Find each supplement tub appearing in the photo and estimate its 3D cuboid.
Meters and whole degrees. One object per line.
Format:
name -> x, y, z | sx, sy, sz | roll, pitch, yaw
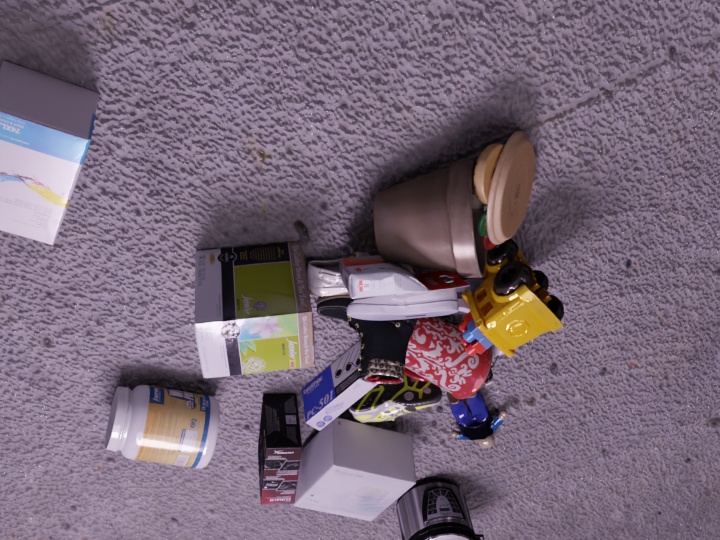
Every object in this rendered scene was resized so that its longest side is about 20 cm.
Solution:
supplement tub -> -0.390, 0.306, 1.669 | 0.199, 0.145, 0.145 | 13, 125, -20

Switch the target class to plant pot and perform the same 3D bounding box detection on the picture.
plant pot -> 0.118, -0.084, 1.445 | 0.173, 0.200, 0.201 | -3, 131, 14

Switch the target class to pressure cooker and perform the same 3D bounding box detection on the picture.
pressure cooker -> 0.183, 0.615, 1.987 | 0.176, 0.200, 0.179 | -37, 125, 20

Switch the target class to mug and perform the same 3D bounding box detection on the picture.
mug -> 0.130, 0.168, 1.670 | 0.199, 0.134, 0.178 | 28, 117, -25

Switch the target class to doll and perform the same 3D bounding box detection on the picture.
doll -> 0.259, 0.330, 1.871 | 0.136, 0.049, 0.200 | -21, 129, 7

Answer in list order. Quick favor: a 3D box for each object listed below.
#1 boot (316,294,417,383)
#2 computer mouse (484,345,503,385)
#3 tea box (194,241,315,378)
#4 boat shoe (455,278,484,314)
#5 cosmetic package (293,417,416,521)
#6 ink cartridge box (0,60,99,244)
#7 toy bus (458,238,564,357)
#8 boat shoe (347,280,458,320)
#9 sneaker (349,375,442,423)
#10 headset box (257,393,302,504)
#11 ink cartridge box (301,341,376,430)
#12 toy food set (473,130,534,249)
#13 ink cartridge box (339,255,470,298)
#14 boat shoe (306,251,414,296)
boot -> 0.002, 0.123, 1.559 | 0.203, 0.154, 0.074 | 3, 157, 18
computer mouse -> 0.282, 0.130, 1.701 | 0.044, 0.110, 0.201 | 25, 110, -1
tea box -> -0.185, 0.065, 1.480 | 0.196, 0.200, 0.134 | -6, 129, -5
boat shoe -> 0.178, 0.056, 1.627 | 0.199, 0.070, 0.066 | -3, 176, -34
cosmetic package -> -0.016, 0.433, 1.834 | 0.199, 0.123, 0.200 | 17, 133, -23
ink cartridge box -> -0.496, -0.173, 1.267 | 0.145, 0.147, 0.200 | 17, 123, -23
toy bus -> 0.252, 0.061, 1.553 | 0.192, 0.200, 0.136 | -40, 119, 18
boat shoe -> 0.073, 0.051, 1.503 | 0.199, 0.066, 0.074 | -3, 167, -9
sneaker -> 0.076, 0.275, 1.787 | 0.199, 0.076, 0.077 | -9, 138, 9
headset box -> -0.171, 0.379, 1.766 | 0.077, 0.149, 0.201 | 2, 128, -11
ink cartridge box -> -0.033, 0.225, 1.704 | 0.044, 0.094, 0.200 | 35, 116, -31
toy food set -> 0.243, -0.136, 1.428 | 0.048, 0.200, 0.199 | 14, 126, 25
ink cartridge box -> 0.070, 0.003, 1.443 | 0.199, 0.162, 0.050 | -8, 101, -6
boat shoe -> 0.000, 0.000, 1.546 | 0.199, 0.071, 0.070 | -7, 123, -6
